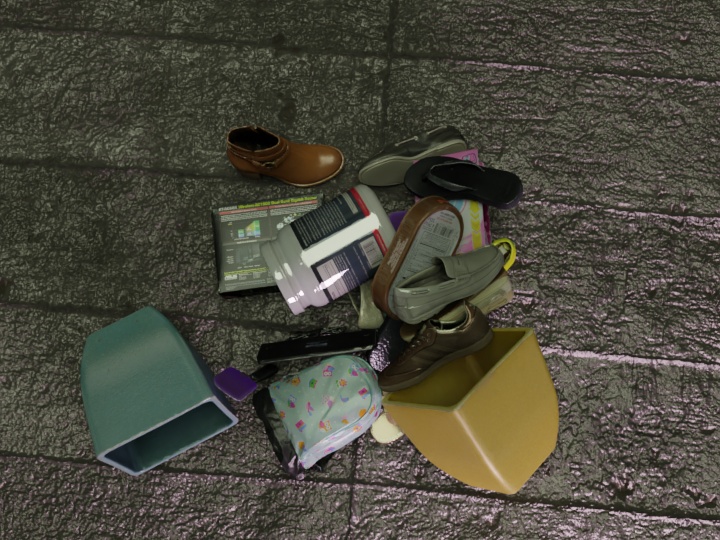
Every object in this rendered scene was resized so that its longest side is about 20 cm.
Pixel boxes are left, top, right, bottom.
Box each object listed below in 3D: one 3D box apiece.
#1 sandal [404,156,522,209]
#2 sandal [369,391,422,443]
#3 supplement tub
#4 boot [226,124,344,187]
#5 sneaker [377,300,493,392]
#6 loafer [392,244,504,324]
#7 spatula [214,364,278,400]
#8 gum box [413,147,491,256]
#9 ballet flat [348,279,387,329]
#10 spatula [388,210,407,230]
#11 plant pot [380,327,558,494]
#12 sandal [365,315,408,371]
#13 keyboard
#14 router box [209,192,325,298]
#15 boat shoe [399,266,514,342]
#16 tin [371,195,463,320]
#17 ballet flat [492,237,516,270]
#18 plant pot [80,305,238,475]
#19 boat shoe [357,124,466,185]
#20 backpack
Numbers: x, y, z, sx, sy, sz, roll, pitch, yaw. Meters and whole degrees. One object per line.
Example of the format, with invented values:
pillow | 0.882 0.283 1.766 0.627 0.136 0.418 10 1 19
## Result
sandal | 0.163 -0.149 1.548 0.197 0.043 0.077 9 69 25
sandal | 0.091 0.191 1.574 0.212 0.070 0.078 -44 81 -8
supplement tub | -0.045 -0.032 1.523 0.198 0.140 0.142 -28 78 -2
boot | -0.127 -0.202 1.620 0.196 0.155 0.078 5 77 2
sneaker | 0.104 0.113 1.487 0.198 0.071 0.076 -29 105 11
loafer | 0.135 0.008 1.467 0.198 0.071 0.070 -31 36 -21
spatula | -0.172 0.167 1.517 0.056 0.200 0.021 32 99 12
gum box | 0.153 -0.101 1.604 0.112 0.066 0.203 -10 63 16
ballet flat | 0.000 0.000 1.622 0.061 0.067 0.203 -14 77 11
spatula | 0.080 -0.005 1.641 0.056 0.021 0.204 -7 80 12
plant pot | 0.190 0.227 1.488 0.195 0.193 0.202 -39 107 -28
sandal | 0.072 0.073 1.587 0.076 0.043 0.201 33 102 -26
keyboard | -0.068 0.120 1.568 0.197 0.127 0.021 -7 107 5
router box | -0.149 -0.042 1.633 0.196 0.062 0.152 -7 79 0
boat shoe | 0.157 0.069 1.546 0.198 0.072 0.066 -32 116 -8
tin | 0.089 -0.017 1.490 0.042 0.111 0.202 38 106 48
ballet flat | 0.184 0.017 1.612 0.200 0.067 0.067 -43 84 -8
plant pot | -0.335 0.179 1.530 0.194 0.197 0.202 -27 70 -5
boat shoe | 0.085 -0.200 1.669 0.197 0.067 0.057 -17 52 -7
backpack | -0.057 0.221 1.539 0.198 0.127 0.169 -27 79 -1
